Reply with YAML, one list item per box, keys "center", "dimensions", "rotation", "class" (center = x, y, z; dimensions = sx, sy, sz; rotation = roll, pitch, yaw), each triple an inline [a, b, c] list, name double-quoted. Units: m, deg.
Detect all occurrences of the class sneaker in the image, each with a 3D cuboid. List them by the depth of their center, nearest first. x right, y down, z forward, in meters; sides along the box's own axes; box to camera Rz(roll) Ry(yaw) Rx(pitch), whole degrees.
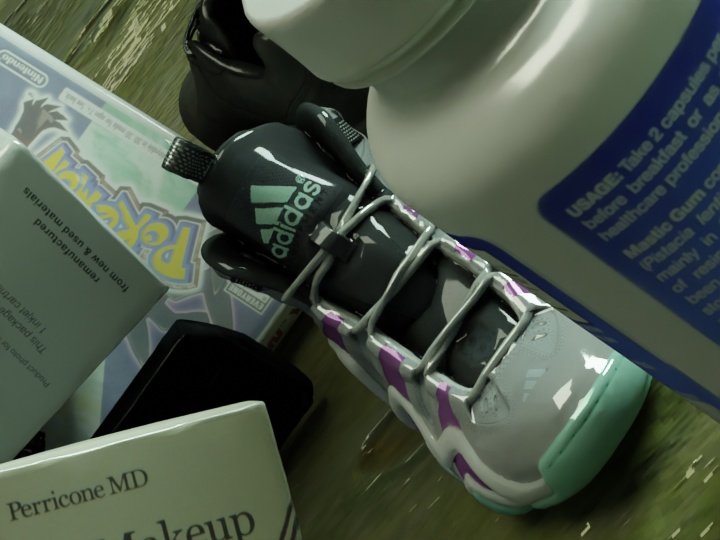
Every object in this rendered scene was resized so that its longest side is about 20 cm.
- center: [0.000, 0.000, 0.800]
  dimensions: [0.078, 0.140, 0.200]
  rotation: [-56, 22, -2]
  class: "sneaker"
- center: [-0.036, -0.088, 1.055]
  dimensions: [0.200, 0.091, 0.076]
  rotation: [-2, 59, 64]
  class: "sneaker"

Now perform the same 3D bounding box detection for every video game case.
- center: [-0.137, 0.012, 1.014]
  dimensions: [0.182, 0.200, 0.023]
  rotation: [-54, -20, -10]
  class: "video game case"

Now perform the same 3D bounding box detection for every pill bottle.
- center: [0.073, -0.040, 0.636]
  dimensions: [0.112, 0.200, 0.112]
  rotation: [-42, 26, 27]
  class: "pill bottle"

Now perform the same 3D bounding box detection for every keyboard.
- center: [-0.109, 0.097, 0.928]
  dimensions: [0.200, 0.104, 0.040]
  rotation: [-54, 45, 2]
  class: "keyboard"

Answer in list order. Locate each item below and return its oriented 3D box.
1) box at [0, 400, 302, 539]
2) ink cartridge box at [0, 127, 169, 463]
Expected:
- center: [-0.042, 0.139, 0.630]
  dimensions: [0.068, 0.082, 0.201]
  rotation: [-22, 84, 68]
  class: "box"
- center: [-0.184, 0.038, 0.922]
  dimensions: [0.200, 0.083, 0.146]
  rotation: [-48, 27, -7]
  class: "ink cartridge box"
